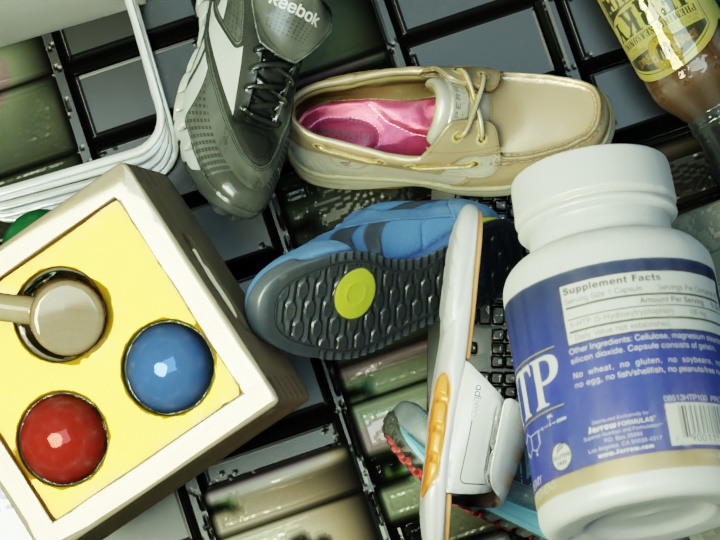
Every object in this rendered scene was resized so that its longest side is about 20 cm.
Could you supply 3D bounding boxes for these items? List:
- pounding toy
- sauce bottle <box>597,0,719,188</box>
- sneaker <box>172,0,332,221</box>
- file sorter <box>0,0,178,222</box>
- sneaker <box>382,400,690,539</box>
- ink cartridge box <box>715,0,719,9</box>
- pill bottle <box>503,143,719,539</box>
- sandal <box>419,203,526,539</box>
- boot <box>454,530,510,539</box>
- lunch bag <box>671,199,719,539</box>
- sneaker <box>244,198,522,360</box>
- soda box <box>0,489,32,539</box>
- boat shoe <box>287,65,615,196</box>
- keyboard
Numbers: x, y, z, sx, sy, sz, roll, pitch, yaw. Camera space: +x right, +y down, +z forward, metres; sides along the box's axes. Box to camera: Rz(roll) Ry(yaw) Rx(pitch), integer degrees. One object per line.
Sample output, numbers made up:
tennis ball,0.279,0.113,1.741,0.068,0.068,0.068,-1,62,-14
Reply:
pounding toy,-0.167,0.039,1.462,0.184,0.142,0.200,-34,84,6
sauce bottle,0.189,-0.144,1.600,0.065,0.065,0.201,-29,83,-4
sneaker,-0.059,-0.124,1.542,0.066,0.090,0.201,25,48,-26
file sorter,-0.181,-0.104,1.528,0.138,0.200,0.125,-16,88,-2
sneaker,0.110,0.112,1.567,0.199,0.079,0.096,25,85,-7
ink cartridge box,0.259,-0.259,1.613,0.115,0.068,0.201,-9,83,-2
pill bottle,0.141,0.040,1.444,0.119,0.120,0.201,-8,70,-1
sandal,0.069,0.068,1.481,0.059,0.079,0.208,7,87,0
boot,0.027,0.253,1.543,0.199,0.073,0.151,-29,84,5
lunch bag,0.244,0.058,1.509,0.164,0.117,0.201,-22,71,34
sneaker,0.000,0.000,1.529,0.200,0.078,0.066,-16,119,-40
soda box,-0.234,0.157,1.562,0.200,0.063,0.068,-35,84,-4
boat shoe,0.050,-0.087,1.574,0.199,0.069,0.074,-6,70,7
keyboard,0.093,-0.003,1.596,0.104,0.040,0.201,1,84,0
